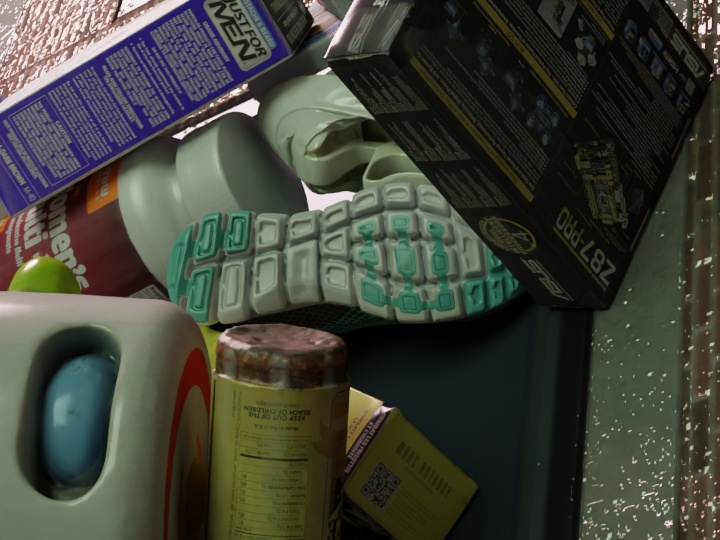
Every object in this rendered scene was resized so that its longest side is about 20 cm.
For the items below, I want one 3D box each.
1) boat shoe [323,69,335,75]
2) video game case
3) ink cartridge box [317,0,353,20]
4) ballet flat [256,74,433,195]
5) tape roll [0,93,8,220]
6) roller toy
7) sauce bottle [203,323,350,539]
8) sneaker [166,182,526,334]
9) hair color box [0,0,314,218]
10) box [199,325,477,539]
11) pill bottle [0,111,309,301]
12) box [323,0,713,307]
[{"bbox_3d":[0.046,-0.120,1.121,0.200,0.072,0.071,-28,15,23],"label":"boat shoe"},{"bbox_3d":[0.017,-0.179,1.184,0.143,0.018,0.200,-25,18,27],"label":"video game case"},{"bbox_3d":[0.011,-0.209,1.163,0.109,0.050,0.200,-34,15,0],"label":"ink cartridge box"},{"bbox_3d":[0.008,-0.065,1.051,0.200,0.069,0.070,14,63,33],"label":"ballet flat"},{"bbox_3d":[-0.296,-0.052,1.280,0.202,0.202,0.071,-14,44,37],"label":"tape roll"},{"bbox_3d":[-0.136,0.105,0.889,0.139,0.201,0.182,3,13,5],"label":"roller toy"},{"bbox_3d":[-0.041,0.127,0.861,0.066,0.066,0.201,21,110,54],"label":"sauce bottle"},{"bbox_3d":[0.000,0.000,1.026,0.199,0.091,0.078,0,78,19],"label":"sneaker"},{"bbox_3d":[-0.131,-0.116,1.130,0.200,0.065,0.109,-27,13,13],"label":"hair color box"},{"bbox_3d":[-0.031,0.084,0.970,0.050,0.075,0.200,-54,36,-12],"label":"box"},{"bbox_3d":[-0.137,-0.015,1.153,0.200,0.110,0.110,-26,38,27],"label":"pill bottle"},{"bbox_3d":[0.086,-0.102,0.928,0.049,0.200,0.162,-2,54,44],"label":"box"}]
